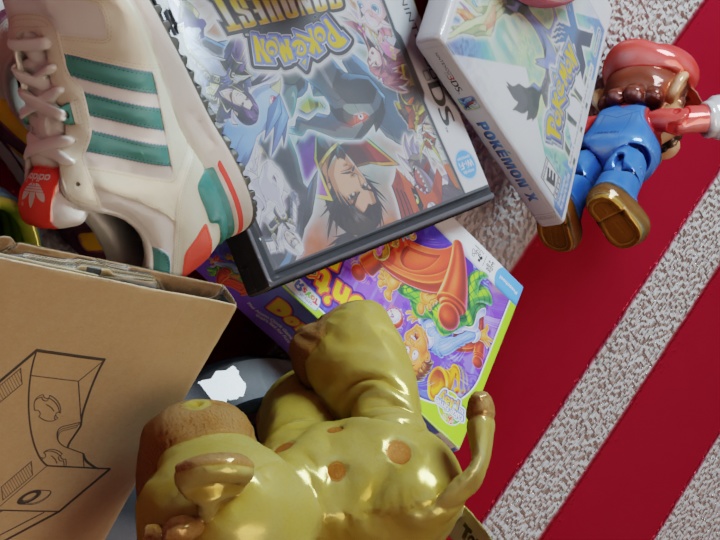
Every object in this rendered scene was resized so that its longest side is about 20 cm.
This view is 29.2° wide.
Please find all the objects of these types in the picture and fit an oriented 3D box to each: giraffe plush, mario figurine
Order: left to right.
[{"bbox_3d":[-0.041,0.114,0.668,0.161,0.199,0.175,-3,106,-31],"label":"giraffe plush"},{"bbox_3d":[0.205,-0.083,1.011,0.201,0.122,0.107,-56,164,-36],"label":"mario figurine"}]

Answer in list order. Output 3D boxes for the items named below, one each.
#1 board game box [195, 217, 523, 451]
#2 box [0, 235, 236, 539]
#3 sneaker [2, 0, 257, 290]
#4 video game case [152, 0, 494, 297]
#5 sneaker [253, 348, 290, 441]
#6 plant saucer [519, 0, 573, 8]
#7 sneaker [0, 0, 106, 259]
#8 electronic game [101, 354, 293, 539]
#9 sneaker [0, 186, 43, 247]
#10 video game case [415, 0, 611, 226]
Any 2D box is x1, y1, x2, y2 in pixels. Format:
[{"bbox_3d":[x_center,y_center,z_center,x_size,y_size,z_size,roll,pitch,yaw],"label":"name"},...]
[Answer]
[{"bbox_3d":[0.000,0.000,0.827,0.200,0.045,0.135,43,49,-19],"label":"board game box"},{"bbox_3d":[-0.165,0.080,0.651,0.162,0.021,0.201,13,115,-45],"label":"box"},{"bbox_3d":[-0.127,-0.069,0.633,0.093,0.070,0.201,-46,127,-24],"label":"sneaker"},{"bbox_3d":[-0.021,-0.099,0.795,0.199,0.025,0.183,-22,90,-44],"label":"video game case"},{"bbox_3d":[-0.025,0.101,0.887,0.078,0.089,0.202,19,91,-45],"label":"sneaker"},{"bbox_3d":[0.124,-0.272,0.882,0.200,0.050,0.203,4,85,-54],"label":"plant saucer"},{"bbox_3d":[-0.140,-0.057,0.731,0.075,0.090,0.200,-53,131,-15],"label":"sneaker"},{"bbox_3d":[-0.072,0.148,0.800,0.198,0.041,0.203,-12,109,-40],"label":"electronic game"},{"bbox_3d":[-0.227,0.034,0.656,0.079,0.130,0.202,33,82,-44],"label":"sneaker"},{"bbox_3d":[0.109,-0.163,0.916,0.183,0.022,0.202,49,47,-40],"label":"video game case"}]
